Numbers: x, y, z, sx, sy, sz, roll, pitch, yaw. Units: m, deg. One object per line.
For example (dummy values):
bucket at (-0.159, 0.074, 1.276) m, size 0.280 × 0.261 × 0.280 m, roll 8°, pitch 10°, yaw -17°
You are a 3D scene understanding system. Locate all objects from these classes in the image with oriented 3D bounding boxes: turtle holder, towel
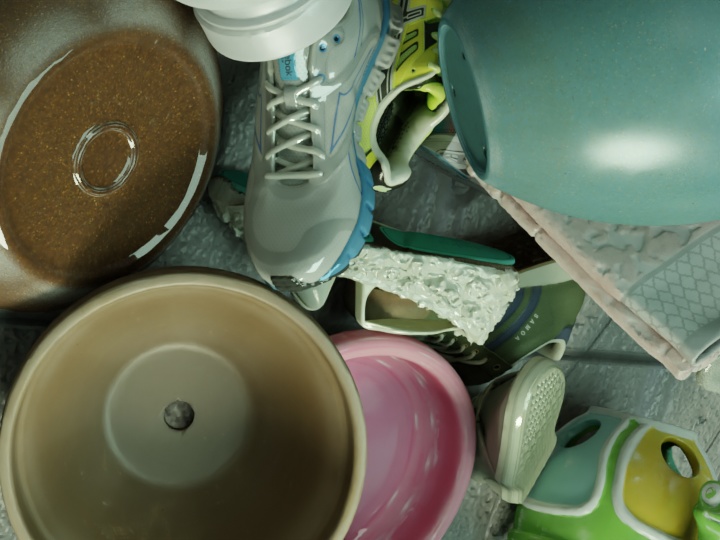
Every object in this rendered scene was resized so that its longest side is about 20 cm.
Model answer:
turtle holder at (0.178, 0.163, 1.634) m, size 0.140 × 0.186 × 0.132 m, roll 16°, pitch 85°, yaw -3°
towel at (0.193, -0.047, 1.431) m, size 0.200 × 0.191 × 0.032 m, roll -29°, pitch 155°, yaw -31°

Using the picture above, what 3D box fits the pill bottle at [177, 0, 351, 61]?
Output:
pill bottle at (-0.073, -0.206, 1.227) m, size 0.112 × 0.112 × 0.200 m, roll -43°, pitch 136°, yaw -18°

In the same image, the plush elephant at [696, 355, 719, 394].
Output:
plush elephant at (0.217, -0.017, 1.538) m, size 0.155 × 0.199 × 0.165 m, roll -50°, pitch 147°, yaw -37°

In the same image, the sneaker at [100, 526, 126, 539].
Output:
sneaker at (-0.145, 0.239, 1.436) m, size 0.108 × 0.067 × 0.202 m, roll -47°, pitch 140°, yaw -21°

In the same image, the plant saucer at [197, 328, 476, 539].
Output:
plant saucer at (-0.024, 0.121, 1.487) m, size 0.200 × 0.051 × 0.201 m, roll -17°, pitch 125°, yaw -26°

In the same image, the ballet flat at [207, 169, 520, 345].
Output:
ballet flat at (0.000, 0.000, 1.403) m, size 0.199 × 0.072 × 0.072 m, roll 16°, pitch 101°, yaw -21°

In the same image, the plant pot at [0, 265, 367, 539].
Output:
plant pot at (-0.100, 0.091, 1.353) m, size 0.200 × 0.093 × 0.202 m, roll -1°, pitch 102°, yaw -7°

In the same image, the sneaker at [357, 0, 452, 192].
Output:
sneaker at (0.038, -0.132, 1.403) m, size 0.075 × 0.076 × 0.201 m, roll 23°, pitch 92°, yaw -46°

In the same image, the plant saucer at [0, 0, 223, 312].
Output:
plant saucer at (-0.144, -0.064, 1.295) m, size 0.200 × 0.037 × 0.201 m, roll -21°, pitch 125°, yaw -34°

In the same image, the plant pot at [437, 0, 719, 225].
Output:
plant pot at (0.119, -0.110, 1.329) m, size 0.134 × 0.200 × 0.201 m, roll -15°, pitch 125°, yaw -8°

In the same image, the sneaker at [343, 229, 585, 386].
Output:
sneaker at (0.069, 0.034, 1.530) m, size 0.200 × 0.067 × 0.090 m, roll -11°, pitch 116°, yaw -42°

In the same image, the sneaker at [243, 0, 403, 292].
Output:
sneaker at (-0.033, -0.087, 1.316) m, size 0.087 × 0.075 × 0.201 m, roll 52°, pitch 41°, yaw -58°

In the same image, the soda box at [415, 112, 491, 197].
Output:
soda box at (0.097, -0.149, 1.461) m, size 0.068 × 0.064 × 0.200 m, roll 34°, pitch 86°, yaw -48°

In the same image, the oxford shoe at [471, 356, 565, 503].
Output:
oxford shoe at (0.091, 0.099, 1.545) m, size 0.075 × 0.058 × 0.200 m, roll -57°, pitch 169°, yaw -15°
